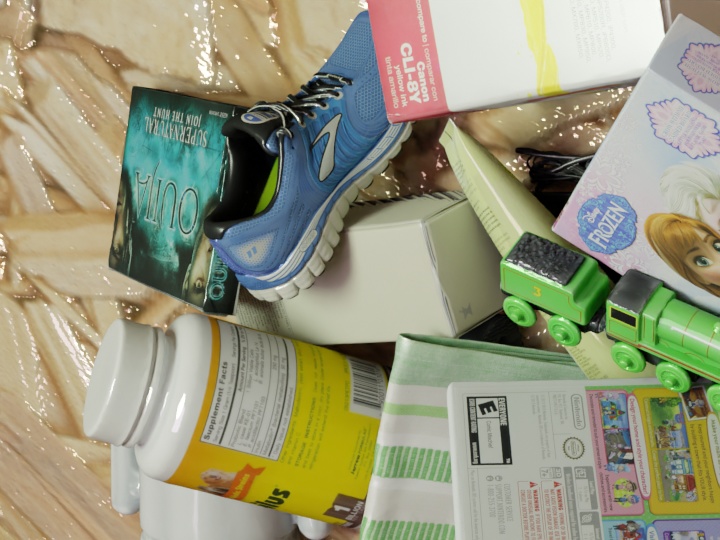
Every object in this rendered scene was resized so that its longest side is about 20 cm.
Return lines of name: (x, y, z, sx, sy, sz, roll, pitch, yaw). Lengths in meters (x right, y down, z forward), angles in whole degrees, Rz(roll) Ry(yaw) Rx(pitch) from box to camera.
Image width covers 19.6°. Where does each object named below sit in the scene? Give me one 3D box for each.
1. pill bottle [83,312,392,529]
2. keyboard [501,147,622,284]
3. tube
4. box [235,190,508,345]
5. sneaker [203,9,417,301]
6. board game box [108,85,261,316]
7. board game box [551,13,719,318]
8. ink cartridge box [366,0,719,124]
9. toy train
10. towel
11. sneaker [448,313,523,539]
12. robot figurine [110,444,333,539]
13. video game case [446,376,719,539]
pill bottle: (-0.072, 0.093, 1.340, 0.109, 0.199, 0.110, -164, 90, -73)
keyboard: (0.161, -0.030, 1.261, 0.199, 0.040, 0.105, 3, 117, 43)
tube: (0.112, -0.008, 1.254, 0.200, 0.052, 0.058, 52, 133, 4)
box: (0.000, 0.000, 1.357, 0.199, 0.068, 0.083, -3, 108, 45)
sneaker: (-0.032, -0.084, 1.305, 0.078, 0.089, 0.201, 8, 64, 49)
board game box: (-0.121, -0.051, 1.420, 0.200, 0.028, 0.136, 18, 100, 64)
board game box: (0.215, -0.022, 1.097, 0.199, 0.041, 0.200, 32, 156, 5)
ink cartridge box: (0.126, -0.142, 1.185, 0.199, 0.145, 0.084, -7, 93, 41)
toy train: (0.165, 0.033, 1.168, 0.199, 0.042, 0.057, 23, 145, 24)
towel: (0.079, 0.142, 1.306, 0.023, 0.151, 0.201, -108, 27, -67)
sneaker: (0.050, 0.114, 1.357, 0.082, 0.070, 0.201, 24, 111, 35)
robot figurine: (-0.098, 0.145, 1.459, 0.169, 0.113, 0.201, 6, 104, 23)
video game case: (0.141, 0.136, 1.119, 0.181, 0.201, 0.022, -2, 134, 0)
